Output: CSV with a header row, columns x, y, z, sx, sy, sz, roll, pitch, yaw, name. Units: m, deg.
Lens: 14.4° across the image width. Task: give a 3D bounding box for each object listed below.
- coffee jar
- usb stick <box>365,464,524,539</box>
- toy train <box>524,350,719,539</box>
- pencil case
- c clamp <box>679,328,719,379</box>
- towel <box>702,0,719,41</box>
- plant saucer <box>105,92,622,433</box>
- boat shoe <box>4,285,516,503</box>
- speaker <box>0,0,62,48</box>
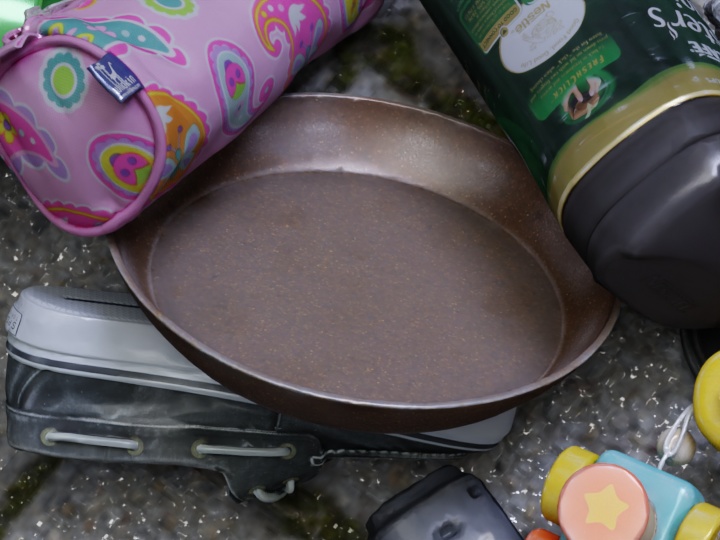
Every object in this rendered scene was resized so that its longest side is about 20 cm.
x,y,z,sx,sy,sz,roll,pitch,yaw,name
0.094,-0.073,1.081,0.085,0.104,0.200,-39,54,14,coffee jar
0.074,0.163,1.068,0.055,0.033,0.200,-33,71,-7,usb stick
0.149,0.093,1.019,0.199,0.056,0.151,-29,64,9,toy train
-0.065,-0.092,1.091,0.087,0.088,0.200,29,39,14,pencil case
0.218,0.010,1.112,0.170,0.027,0.201,20,76,17,c clamp
0.247,-0.059,1.069,0.165,0.086,0.201,-31,69,1,towel
0.000,0.000,1.083,0.199,0.035,0.201,8,36,-6,plant saucer
-0.041,0.054,1.102,0.199,0.072,0.071,10,104,-2,boat shoe
-0.219,-0.100,1.108,0.199,0.089,0.089,8,72,2,speaker
